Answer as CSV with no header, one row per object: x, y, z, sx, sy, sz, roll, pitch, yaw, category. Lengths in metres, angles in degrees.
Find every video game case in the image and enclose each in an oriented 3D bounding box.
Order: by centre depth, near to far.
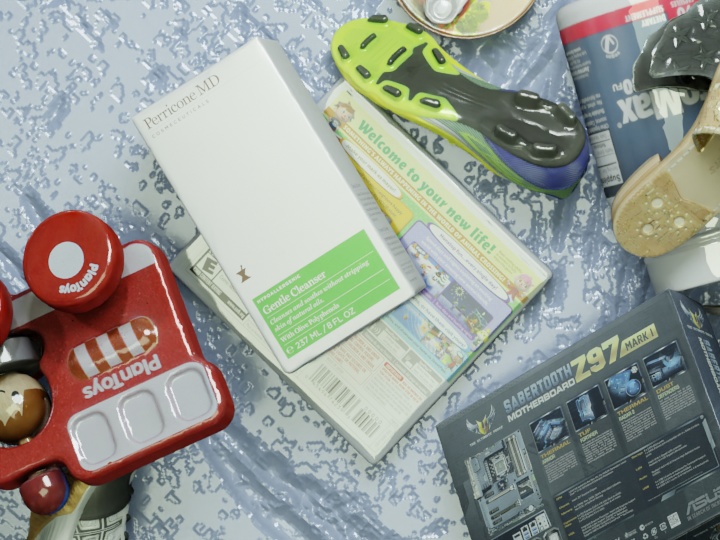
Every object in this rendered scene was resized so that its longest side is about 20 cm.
0.000,0.000,1.777,0.200,0.022,0.182,44,95,3,video game case

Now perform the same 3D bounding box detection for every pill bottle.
0.211,-0.092,1.708,0.119,0.120,0.201,-16,91,5,pill bottle

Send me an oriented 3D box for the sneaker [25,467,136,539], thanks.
-0.186,0.188,1.783,0.087,0.076,0.201,28,91,-20,sneaker

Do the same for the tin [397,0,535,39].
0.092,-0.252,1.753,0.112,0.042,0.201,26,94,7,tin

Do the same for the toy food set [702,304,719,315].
0.270,0.118,1.694,0.060,0.144,0.201,-17,91,-3,toy food set

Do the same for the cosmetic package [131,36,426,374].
-0.053,-0.045,1.727,0.107,0.085,0.201,-33,89,8,cosmetic package

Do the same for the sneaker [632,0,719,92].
0.275,-0.138,1.645,0.199,0.060,0.105,17,76,-15,sneaker

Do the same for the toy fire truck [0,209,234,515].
-0.199,0.068,1.727,0.199,0.112,0.169,-25,70,6,toy fire truck

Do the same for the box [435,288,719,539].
0.157,0.128,1.691,0.200,0.051,0.158,-32,59,25,box

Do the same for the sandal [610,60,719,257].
0.234,-0.075,1.588,0.077,0.070,0.212,30,118,-20,sandal

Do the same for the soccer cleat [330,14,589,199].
0.064,-0.105,1.746,0.199,0.084,0.065,28,66,20,soccer cleat
